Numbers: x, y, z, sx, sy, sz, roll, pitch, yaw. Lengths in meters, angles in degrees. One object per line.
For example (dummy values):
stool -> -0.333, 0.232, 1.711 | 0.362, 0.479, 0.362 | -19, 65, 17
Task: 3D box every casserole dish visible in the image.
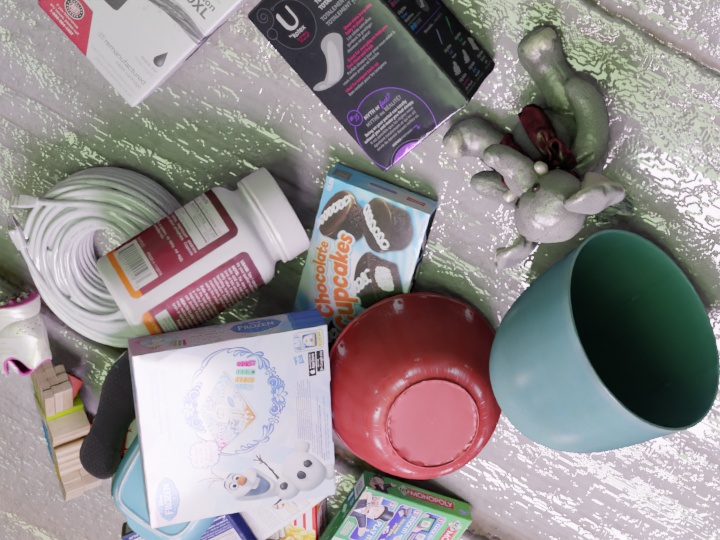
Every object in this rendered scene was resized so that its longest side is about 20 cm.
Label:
casserole dish -> -0.188, 0.203, 1.710 | 0.120, 0.039, 0.201 | 33, 98, 4

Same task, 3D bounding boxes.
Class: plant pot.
plant pot -> 0.220, 0.084, 1.563 | 0.201, 0.201, 0.160 | 49, 135, -9

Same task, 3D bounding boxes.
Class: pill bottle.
pill bottle -> -0.158, -0.013, 1.647 | 0.199, 0.114, 0.115 | -32, 105, -6

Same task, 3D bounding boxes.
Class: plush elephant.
plush elephant -> 0.168, -0.090, 1.508 | 0.200, 0.155, 0.165 | 46, 121, -6

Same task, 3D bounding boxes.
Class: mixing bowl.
mixing bowl -> 0.063, 0.134, 1.643 | 0.197, 0.109, 0.203 | -2, 108, -7

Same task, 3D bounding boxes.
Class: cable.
cable -> -0.270, -0.014, 1.759 | 0.198, 0.069, 0.202 | -7, 113, 21

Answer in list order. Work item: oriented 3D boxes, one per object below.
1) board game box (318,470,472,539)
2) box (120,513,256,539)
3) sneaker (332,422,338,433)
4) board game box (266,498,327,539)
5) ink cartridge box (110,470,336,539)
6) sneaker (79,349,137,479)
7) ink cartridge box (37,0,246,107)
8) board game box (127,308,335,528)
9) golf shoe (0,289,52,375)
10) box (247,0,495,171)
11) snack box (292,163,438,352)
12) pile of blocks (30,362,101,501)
board game box -> 0.020, 0.319, 1.814 | 0.133, 0.029, 0.201 | 19, 123, -20
box -> -0.165, 0.334, 1.797 | 0.120, 0.033, 0.201 | -25, 118, 9
sneaker -> -0.065, 0.120, 1.726 | 0.199, 0.089, 0.079 | 31, 89, -18
board game box -> -0.115, 0.238, 1.841 | 0.150, 0.046, 0.202 | 7, 118, 16
ink cartridge box -> -0.151, 0.234, 1.787 | 0.199, 0.047, 0.160 | -35, 117, 12
sneaker -> -0.245, 0.132, 1.801 | 0.067, 0.108, 0.202 | 31, 119, 3
ink cartridge box -> -0.197, -0.284, 1.587 | 0.145, 0.083, 0.200 | 47, 121, -7
board game box -> -0.128, 0.150, 1.637 | 0.197, 0.043, 0.202 | -9, 116, -14
golf shoe -> -0.414, 0.083, 1.827 | 0.199, 0.075, 0.092 | -16, 100, 52
box -> 0.012, -0.217, 1.530 | 0.122, 0.106, 0.200 | -37, 99, 32
snack box -> 0.000, 0.000, 1.685 | 0.115, 0.037, 0.202 | 21, 121, 10
pile of blocks -> -0.339, 0.179, 1.897 | 0.062, 0.082, 0.202 | -18, 127, -19
